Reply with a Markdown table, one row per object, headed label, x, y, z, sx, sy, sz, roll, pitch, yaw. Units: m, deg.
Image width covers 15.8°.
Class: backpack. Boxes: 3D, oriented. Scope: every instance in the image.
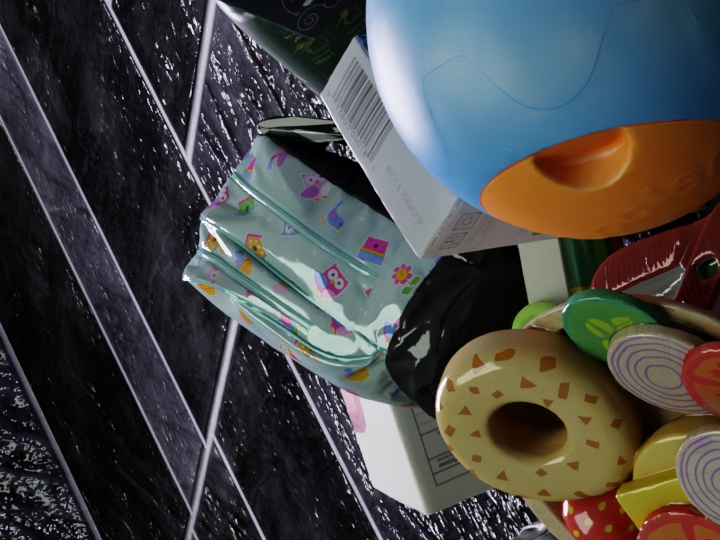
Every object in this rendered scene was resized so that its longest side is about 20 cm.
| label | x | y | z | sx | sy | sz | roll | pitch | yaw |
| --- | --- | --- | --- | --- | --- | --- | --- | --- | --- |
| backpack | 0.000 | 0.000 | 1.453 | 0.200 | 0.127 | 0.167 | 32 | 174 | 27 |

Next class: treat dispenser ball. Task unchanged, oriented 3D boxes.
| label | x | y | z | sx | sy | sz | roll | pitch | yaw |
| --- | --- | --- | --- | --- | --- | --- | --- | --- | --- |
| treat dispenser ball | 0.102 | -0.115 | 1.173 | 0.201 | 0.200 | 0.201 | 56 | 159 | 35 |

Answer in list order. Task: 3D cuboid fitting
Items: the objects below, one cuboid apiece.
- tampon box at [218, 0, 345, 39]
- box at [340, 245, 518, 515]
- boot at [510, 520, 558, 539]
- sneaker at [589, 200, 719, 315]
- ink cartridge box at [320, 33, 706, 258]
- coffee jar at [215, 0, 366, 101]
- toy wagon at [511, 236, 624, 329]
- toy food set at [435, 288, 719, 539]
| label | x | y | z | sx | sy | sz | roll | pitch | yaw |
| --- | --- | --- | --- | --- | --- | --- | --- | --- | --- |
| tampon box | -0.040 | -0.247 | 1.325 | 0.126 | 0.200 | 0.150 | 48 | -163 | 31 |
| box | 0.049 | 0.032 | 1.627 | 0.109 | 0.127 | 0.201 | 15 | 125 | 70 |
| boot | 0.122 | 0.155 | 1.549 | 0.068 | 0.130 | 0.200 | 69 | 163 | -2 |
| sneaker | 0.213 | -0.004 | 1.214 | 0.199 | 0.115 | 0.079 | -16 | 77 | 42 |
| ink cartridge box | 0.089 | -0.073 | 1.313 | 0.109 | 0.199 | 0.050 | 59 | 138 | 26 |
| coffee jar | 0.009 | -0.130 | 1.489 | 0.200 | 0.104 | 0.085 | 47 | -178 | -39 |
| toy wagon | 0.118 | 0.020 | 1.400 | 0.155 | 0.039 | 0.201 | -1 | -101 | -71 |
| toy food set | 0.144 | 0.091 | 1.209 | 0.198 | 0.049 | 0.200 | -22 | 111 | 44 |
